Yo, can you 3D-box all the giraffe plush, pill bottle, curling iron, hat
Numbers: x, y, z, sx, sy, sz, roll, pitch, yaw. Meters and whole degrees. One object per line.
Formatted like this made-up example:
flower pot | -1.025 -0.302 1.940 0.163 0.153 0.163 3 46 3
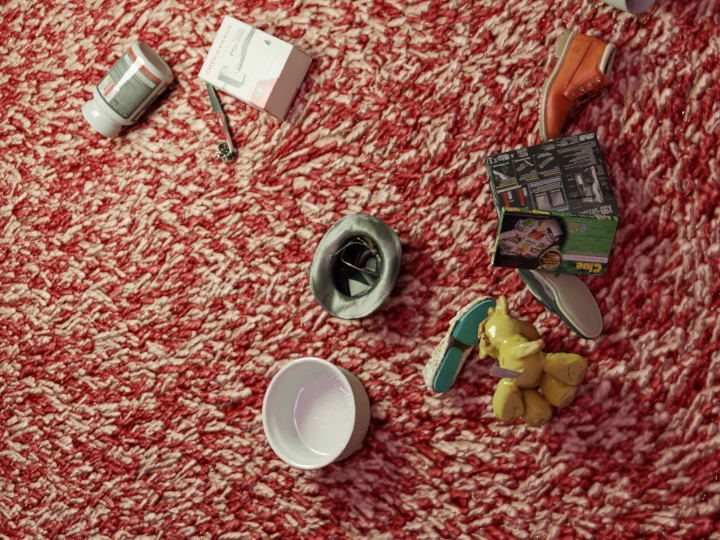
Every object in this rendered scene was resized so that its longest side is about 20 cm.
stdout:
giraffe plush | 0.263 0.144 1.595 0.173 0.199 0.163 -45 36 17
pill bottle | -0.519 -0.397 2.091 0.200 0.115 0.116 -42 66 14
curling iron | -0.308 -0.324 2.021 0.049 0.025 0.203 -22 72 19
hat | 0.000 0.000 1.783 0.197 0.081 0.204 -5 74 19

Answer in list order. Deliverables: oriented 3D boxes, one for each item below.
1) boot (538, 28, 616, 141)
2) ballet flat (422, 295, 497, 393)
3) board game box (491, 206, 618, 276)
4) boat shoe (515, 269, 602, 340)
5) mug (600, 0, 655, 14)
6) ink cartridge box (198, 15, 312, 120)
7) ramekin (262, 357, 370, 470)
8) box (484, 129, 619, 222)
boot | 0.377 -0.316 1.647 0.106 0.075 0.203 19 90 23
ballet flat | 0.169 0.125 1.685 0.202 0.075 0.064 -57 30 2
board game box | 0.322 -0.048 1.571 0.196 0.024 0.106 5 116 -8
boat shoe | 0.339 0.040 1.619 0.071 0.068 0.201 -28 68 -27
mug | 0.445 -0.558 1.623 0.200 0.149 0.175 -41 54 -18
ink cartridge box | -0.221 -0.423 1.962 0.198 0.084 0.147 29 95 29
ramekin | -0.077 0.268 1.767 0.197 0.097 0.204 -4 80 26
box | 0.327 -0.139 1.615 0.196 0.050 0.160 -14 76 1
